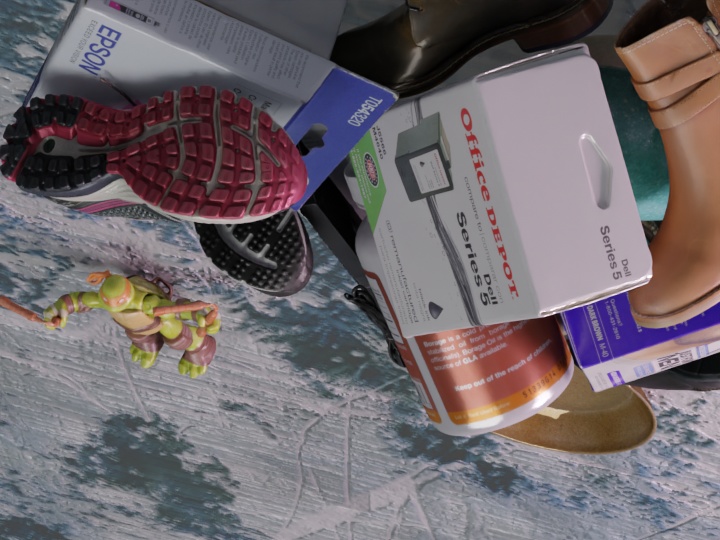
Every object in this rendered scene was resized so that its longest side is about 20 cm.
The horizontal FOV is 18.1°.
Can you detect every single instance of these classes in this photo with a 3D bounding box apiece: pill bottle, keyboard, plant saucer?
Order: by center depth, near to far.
[{"bbox_3d":[0.065,0.004,1.564,0.112,0.112,0.201,-7,114,41],"label":"pill bottle"},{"bbox_3d":[0.000,0.000,1.620,0.021,0.128,0.200,-27,139,11],"label":"keyboard"},{"bbox_3d":[0.151,0.093,1.867,0.199,0.036,0.200,14,154,7],"label":"plant saucer"}]

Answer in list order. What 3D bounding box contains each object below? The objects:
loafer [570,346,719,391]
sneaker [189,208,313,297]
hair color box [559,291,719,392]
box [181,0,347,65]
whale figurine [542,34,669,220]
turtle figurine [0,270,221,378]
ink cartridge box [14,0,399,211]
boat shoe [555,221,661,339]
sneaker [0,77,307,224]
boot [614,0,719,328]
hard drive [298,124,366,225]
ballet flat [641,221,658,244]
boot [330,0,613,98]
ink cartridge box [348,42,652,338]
[{"bbox_3d":[0.254,0.058,1.704,0.072,0.073,0.199,27,164,-40],"label":"loafer"},{"bbox_3d":[-0.090,-0.048,1.601,0.200,0.074,0.080,46,-174,35],"label":"sneaker"},{"bbox_3d":[0.236,0.017,1.503,0.199,0.065,0.109,-20,166,7],"label":"hair color box"},{"bbox_3d":[-0.098,-0.159,1.442,0.124,0.098,0.200,24,154,-14],"label":"box"},{"bbox_3d":[0.188,-0.067,1.441,0.199,0.104,0.159,26,153,-19],"label":"whale figurine"},{"bbox_3d":[-0.197,0.037,1.939,0.199,0.065,0.161,-1,158,17],"label":"turtle figurine"},{"bbox_3d":[-0.102,-0.097,1.409,0.199,0.044,0.196,24,153,-11],"label":"ink cartridge box"},{"bbox_3d":[0.194,0.021,1.652,0.073,0.075,0.200,30,153,-26],"label":"boat shoe"},{"bbox_3d":[-0.117,-0.067,1.355,0.199,0.081,0.075,9,168,29],"label":"sneaker"},{"bbox_3d":[0.193,-0.079,1.332,0.155,0.200,0.074,44,169,-34],"label":"boot"},{"bbox_3d":[-0.012,-0.074,1.644,0.131,0.027,0.200,-5,146,38],"label":"hard drive"},{"bbox_3d":[0.154,-0.029,1.584,0.200,0.065,0.071,-5,118,54],"label":"ballet flat"},{"bbox_3d":[0.043,-0.170,1.361,0.199,0.075,0.097,-16,132,23],"label":"boot"},{"bbox_3d":[0.079,-0.044,1.375,0.084,0.146,0.200,-17,-179,-23],"label":"ink cartridge box"}]
